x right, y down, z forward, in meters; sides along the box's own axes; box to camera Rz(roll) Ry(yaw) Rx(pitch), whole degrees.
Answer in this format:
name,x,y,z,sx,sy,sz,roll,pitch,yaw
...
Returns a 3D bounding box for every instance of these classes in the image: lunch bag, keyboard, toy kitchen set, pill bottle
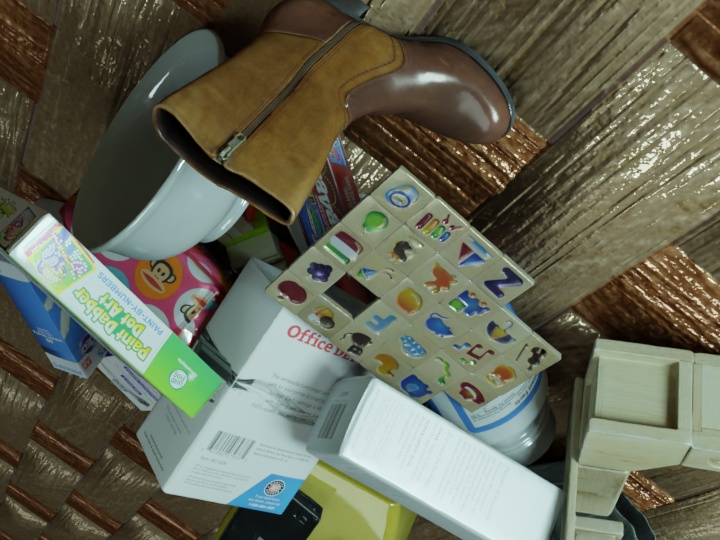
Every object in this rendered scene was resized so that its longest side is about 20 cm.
name,x,y,z,sx,sy,sz,roll,pitch,yaw
lunch bag,-0.192,-0.009,0.861,0.200,0.082,0.176,46,180,-6
keyboard,-0.088,0.304,0.932,0.127,0.021,0.201,37,126,7
toy kitchen set,0.260,0.185,0.725,0.178,0.165,0.201,7,150,11
pill bottle,0.099,0.083,0.777,0.111,0.113,0.201,-4,131,39

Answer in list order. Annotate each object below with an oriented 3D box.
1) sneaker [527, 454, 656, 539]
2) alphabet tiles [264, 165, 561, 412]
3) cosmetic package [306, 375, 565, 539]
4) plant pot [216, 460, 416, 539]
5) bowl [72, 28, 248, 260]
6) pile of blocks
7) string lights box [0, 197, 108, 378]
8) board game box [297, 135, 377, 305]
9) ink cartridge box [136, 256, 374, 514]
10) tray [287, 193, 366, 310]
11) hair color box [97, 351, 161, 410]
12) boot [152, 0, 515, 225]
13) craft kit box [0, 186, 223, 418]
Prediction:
name,x,y,z,sx,sy,sz,roll,pitch,yaw
sneaker,0.199,0.246,0.900,0.199,0.060,0.106,-20,80,45
alphabet tiles,0.050,0.031,0.668,0.199,0.008,0.167,38,128,-17
cosmetic package,0.062,0.169,0.743,0.198,0.075,0.102,31,163,-13
plant pot,-0.019,0.226,0.979,0.198,0.201,0.178,27,132,7
bowl,-0.142,-0.085,0.713,0.090,0.203,0.200,33,149,-33
pile of blocks,-0.092,-0.027,0.848,0.061,0.083,0.201,-19,137,5
string lights box,-0.356,0.024,1.054,0.058,0.103,0.201,13,140,23
board game box,-0.034,-0.068,0.715,0.103,0.019,0.202,27,142,53
ink cartridge box,-0.085,0.109,0.797,0.144,0.201,0.084,26,-167,-43
tray,0.000,0.000,0.831,0.106,0.022,0.201,5,136,33
hair color box,-0.243,0.121,1.118,0.198,0.065,0.110,-10,128,41
boot,-0.004,-0.099,0.562,0.187,0.201,0.069,36,135,-3
craft kit box,-0.227,0.020,0.725,0.197,0.049,0.200,24,158,54
